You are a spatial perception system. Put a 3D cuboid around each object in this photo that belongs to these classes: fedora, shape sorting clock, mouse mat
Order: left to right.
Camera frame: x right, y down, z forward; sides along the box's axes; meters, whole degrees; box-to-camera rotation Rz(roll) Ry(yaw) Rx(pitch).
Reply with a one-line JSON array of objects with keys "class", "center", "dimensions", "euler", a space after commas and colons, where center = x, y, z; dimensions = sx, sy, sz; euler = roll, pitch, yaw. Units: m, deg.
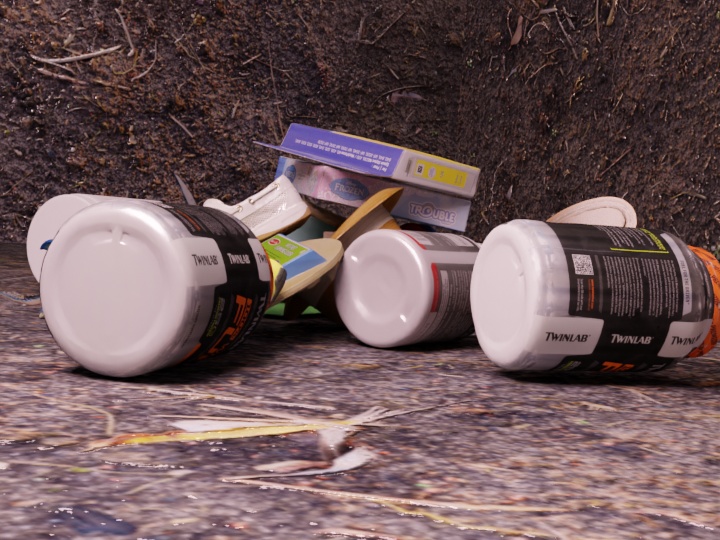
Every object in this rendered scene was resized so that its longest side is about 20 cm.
[{"class": "shape sorting clock", "center": [-0.108, 0.015, 1.082], "dimensions": [0.198, 0.040, 0.200], "euler": [-24, 15, 7]}, {"class": "mouse mat", "center": [-0.135, 0.047, 1.400], "dimensions": [0.197, 0.008, 0.160], "euler": [7, 4, 29]}, {"class": "fedora", "center": [0.000, 0.000, 1.225], "dimensions": [0.082, 0.201, 0.201], "euler": [42, 8, 7]}]

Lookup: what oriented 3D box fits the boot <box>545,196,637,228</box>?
[{"class": "boot", "center": [0.222, 0.008, 1.101], "dimensions": [0.200, 0.074, 0.154], "euler": [-41, -31, 27]}]

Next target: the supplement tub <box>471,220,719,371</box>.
[{"class": "supplement tub", "center": [0.204, 0.024, 0.931], "dimensions": [0.197, 0.125, 0.122], "euler": [3, 3, -21]}]

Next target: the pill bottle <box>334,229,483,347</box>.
[{"class": "pill bottle", "center": [0.072, 0.018, 1.129], "dimensions": [0.113, 0.116, 0.199], "euler": [6, 2, 34]}]

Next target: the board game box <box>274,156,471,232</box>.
[{"class": "board game box", "center": [0.010, -0.098, 1.385], "dimensions": [0.197, 0.044, 0.199], "euler": [12, 4, -21]}]

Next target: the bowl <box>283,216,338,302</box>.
[{"class": "bowl", "center": [-0.119, -0.014, 1.500], "dimensions": [0.197, 0.107, 0.201], "euler": [3, -7, 0]}]

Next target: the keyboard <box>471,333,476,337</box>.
[{"class": "keyboard", "center": [0.135, 0.069, 1.327], "dimensions": [0.055, 0.011, 0.200], "euler": [9, 2, -2]}]

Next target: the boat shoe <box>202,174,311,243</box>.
[{"class": "boat shoe", "center": [-0.150, -0.042, 1.163], "dimensions": [0.198, 0.070, 0.071], "euler": [-28, -5, -26]}]

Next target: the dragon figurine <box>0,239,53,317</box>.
[{"class": "dragon figurine", "center": [-0.292, -0.001, 1.116], "dimensions": [0.198, 0.101, 0.058], "euler": [6, 3, 43]}]

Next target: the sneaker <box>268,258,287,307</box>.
[{"class": "sneaker", "center": [-0.160, 0.006, 0.969], "dimensions": [0.197, 0.091, 0.079], "euler": [-6, 35, 23]}]

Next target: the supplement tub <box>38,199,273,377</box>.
[{"class": "supplement tub", "center": [-0.143, 0.011, 0.832], "dimensions": [0.121, 0.125, 0.200], "euler": [5, 3, 16]}]

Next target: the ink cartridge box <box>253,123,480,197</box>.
[{"class": "ink cartridge box", "center": [0.008, -0.136, 1.302], "dimensions": [0.196, 0.048, 0.199], "euler": [20, 6, 42]}]

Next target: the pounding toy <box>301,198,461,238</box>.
[{"class": "pounding toy", "center": [0.021, -0.019, 1.396], "dimensions": [0.197, 0.145, 0.184], "euler": [3, 2, 14]}]

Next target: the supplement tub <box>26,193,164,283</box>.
[{"class": "supplement tub", "center": [-0.324, -0.031, 1.428], "dimensions": [0.130, 0.134, 0.199], "euler": [5, 3, 24]}]
